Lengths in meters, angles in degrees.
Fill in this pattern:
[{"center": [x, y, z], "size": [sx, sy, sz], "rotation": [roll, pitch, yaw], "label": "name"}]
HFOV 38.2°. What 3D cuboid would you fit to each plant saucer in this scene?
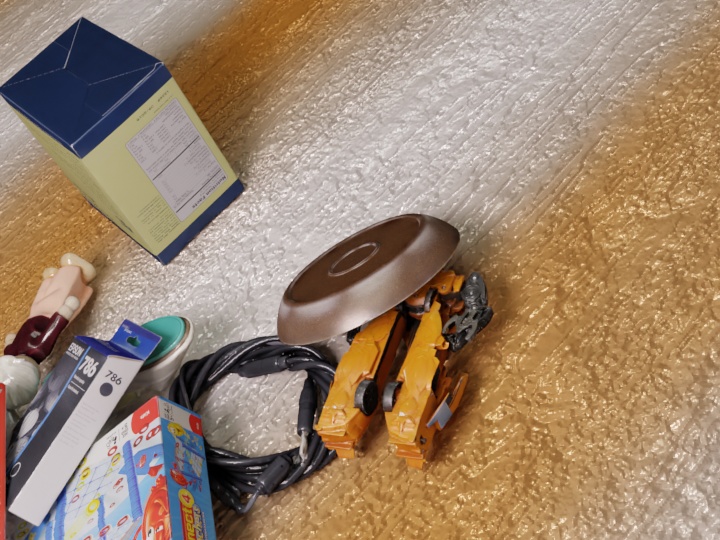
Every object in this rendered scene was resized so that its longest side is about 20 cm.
[{"center": [0.000, 0.000, 0.986], "size": [0.199, 0.032, 0.201], "rotation": [-29, 17, 10], "label": "plant saucer"}]

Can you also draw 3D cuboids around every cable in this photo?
[{"center": [-0.104, 0.125, 0.983], "size": [0.163, 0.051, 0.200], "rotation": [-42, 46, -11], "label": "cable"}]

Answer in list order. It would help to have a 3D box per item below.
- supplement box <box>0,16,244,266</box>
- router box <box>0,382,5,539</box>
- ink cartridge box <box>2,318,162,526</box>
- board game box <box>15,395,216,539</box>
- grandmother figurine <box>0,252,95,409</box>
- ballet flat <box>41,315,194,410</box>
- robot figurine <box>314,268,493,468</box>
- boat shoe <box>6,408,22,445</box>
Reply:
[{"center": [-0.272, -0.149, 1.195], "size": [0.134, 0.201, 0.199], "rotation": [-44, 47, -13], "label": "supplement box"}, {"center": [-0.392, 0.226, 0.966], "size": [0.200, 0.048, 0.181], "rotation": [-44, 44, 33], "label": "router box"}, {"center": [-0.270, 0.128, 0.969], "size": [0.099, 0.039, 0.201], "rotation": [12, 66, 55], "label": "ink cartridge box"}, {"center": [-0.214, 0.244, 0.895], "size": [0.199, 0.056, 0.197], "rotation": [-38, 42, 19], "label": "board game box"}, {"center": [-0.342, 0.066, 1.121], "size": [0.121, 0.060, 0.201], "rotation": [-41, 24, 34], "label": "grandmother figurine"}, {"center": [-0.231, 0.101, 1.047], "size": [0.198, 0.069, 0.070], "rotation": [-24, 44, 23], "label": "ballet flat"}, {"center": [0.041, 0.076, 0.936], "size": [0.143, 0.059, 0.201], "rotation": [3, 48, 29], "label": "robot figurine"}, {"center": [-0.389, 0.165, 1.078], "size": [0.201, 0.065, 0.075], "rotation": [19, 62, 47], "label": "boat shoe"}]
